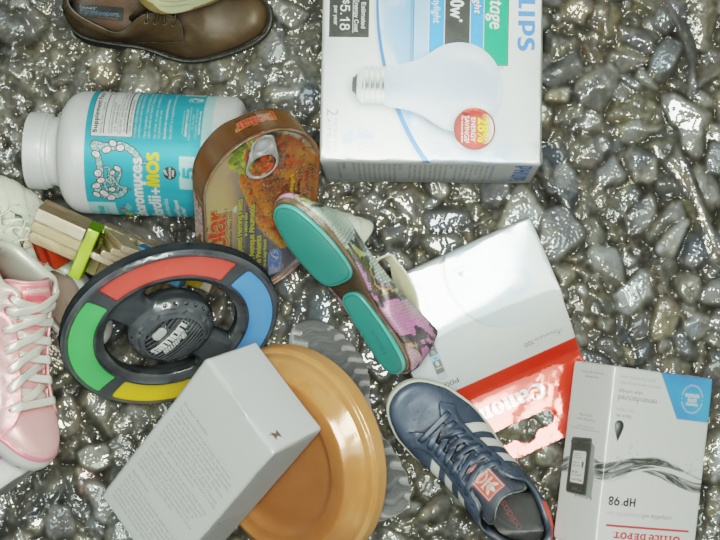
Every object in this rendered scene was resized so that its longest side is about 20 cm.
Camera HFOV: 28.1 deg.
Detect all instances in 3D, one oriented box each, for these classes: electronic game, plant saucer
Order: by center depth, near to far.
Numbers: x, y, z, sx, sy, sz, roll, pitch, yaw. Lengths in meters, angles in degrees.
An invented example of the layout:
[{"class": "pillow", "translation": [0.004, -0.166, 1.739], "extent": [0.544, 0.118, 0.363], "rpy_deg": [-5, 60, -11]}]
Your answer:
[{"class": "electronic game", "translation": [-0.169, 0.050, 1.276], "extent": [0.198, 0.201, 0.042], "rpy_deg": [-22, 51, -1]}, {"class": "plant saucer", "translation": [-0.065, 0.168, 1.277], "extent": [0.198, 0.037, 0.203], "rpy_deg": [8, 103, 36]}]

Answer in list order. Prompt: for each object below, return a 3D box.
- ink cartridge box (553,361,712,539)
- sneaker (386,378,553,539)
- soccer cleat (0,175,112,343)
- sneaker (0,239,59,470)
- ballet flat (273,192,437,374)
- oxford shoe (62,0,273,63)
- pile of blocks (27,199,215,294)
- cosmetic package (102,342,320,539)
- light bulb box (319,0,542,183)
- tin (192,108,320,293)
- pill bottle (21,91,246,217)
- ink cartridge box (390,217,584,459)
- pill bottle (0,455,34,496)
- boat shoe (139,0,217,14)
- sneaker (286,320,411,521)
[{"class": "ink cartridge box", "translation": [0.244, 0.189, 1.292], "extent": [0.114, 0.066, 0.203], "rpy_deg": [8, 87, -27]}, {"class": "sneaker", "translation": [0.104, 0.177, 1.290], "extent": [0.200, 0.085, 0.075], "rpy_deg": [43, 93, -8]}, {"class": "soccer cleat", "translation": [-0.298, -0.012, 1.325], "extent": [0.069, 0.078, 0.201], "rpy_deg": [-39, 87, -1]}, {"class": "sneaker", "translation": [-0.299, 0.067, 1.253], "extent": [0.104, 0.075, 0.202], "rpy_deg": [-34, 75, 31]}, {"class": "ballet flat", "translation": [0.000, 0.000, 1.277], "extent": [0.201, 0.069, 0.071], "rpy_deg": [53, 56, -14]}, {"class": "oxford shoe", "translation": [-0.180, -0.236, 1.333], "extent": [0.197, 0.084, 0.074], "rpy_deg": [0, 85, -1]}, {"class": "pile of blocks", "translation": [-0.214, 0.001, 1.292], "extent": [0.198, 0.082, 0.063], "rpy_deg": [20, 99, -32]}, {"class": "cosmetic package", "translation": [-0.133, 0.169, 1.260], "extent": [0.102, 0.071, 0.200], "rpy_deg": [51, 124, 16]}, {"class": "light bulb box", "translation": [0.064, -0.185, 1.306], "extent": [0.197, 0.125, 0.202], "rpy_deg": [0, 87, 2]}, {"class": "tin", "translation": [-0.094, -0.058, 1.265], "extent": [0.111, 0.201, 0.042], "rpy_deg": [-23, 55, -23]}, {"class": "pill bottle", "translation": [-0.204, -0.106, 1.313], "extent": [0.197, 0.111, 0.113], "rpy_deg": [2, 87, 2]}, {"class": "ink cartridge box", "translation": [0.122, 0.075, 1.330], "extent": [0.158, 0.047, 0.202], "rpy_deg": [-23, 86, 0]}, {"class": "pill bottle", "translation": [-0.379, 0.117, 1.303], "extent": [0.112, 0.112, 0.201], "rpy_deg": [-34, 88, -1]}, {"class": "boat shoe", "translation": [-0.113, -0.289, 1.306], "extent": [0.199, 0.065, 0.074], "rpy_deg": [-31, 80, -31]}, {"class": "sneaker", "translation": [-0.028, 0.143, 1.316], "extent": [0.074, 0.082, 0.202], "rpy_deg": [-6, 66, -36]}]
